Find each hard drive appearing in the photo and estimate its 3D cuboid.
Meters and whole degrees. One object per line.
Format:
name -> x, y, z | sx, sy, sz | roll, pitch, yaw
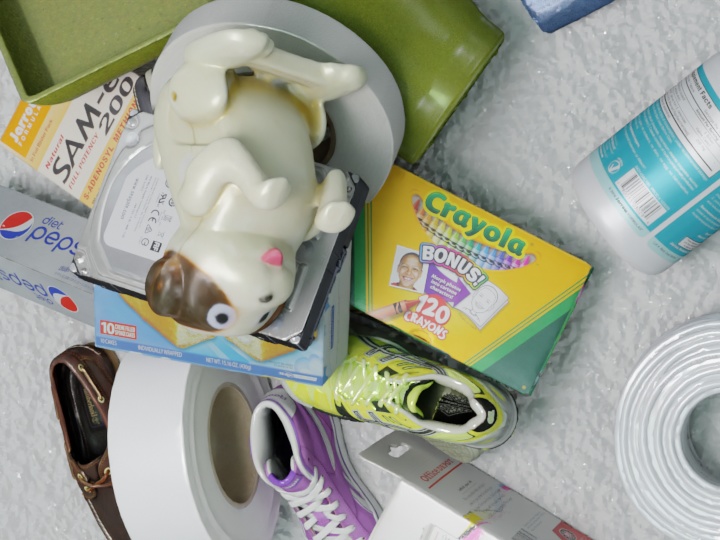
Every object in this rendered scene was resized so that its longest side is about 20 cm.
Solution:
hard drive -> -0.108, -0.032, 1.532 | 0.199, 0.038, 0.140 | 18, 81, 18

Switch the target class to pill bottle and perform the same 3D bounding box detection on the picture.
pill bottle -> 0.271, -0.094, 1.563 | 0.200, 0.111, 0.111 | -38, 84, 20

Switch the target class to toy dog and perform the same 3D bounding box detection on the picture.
toy dog -> -0.096, -0.053, 1.443 | 0.193, 0.139, 0.201 | -8, 73, 35

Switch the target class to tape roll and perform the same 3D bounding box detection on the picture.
tape roll -> -0.135, 0.151, 1.692 | 0.071, 0.202, 0.203 | -9, 94, 19
tape roll -> -0.064, -0.123, 1.562 | 0.202, 0.037, 0.203 | 13, 138, 12

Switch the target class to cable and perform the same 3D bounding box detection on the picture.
cable -> 0.300, 0.133, 1.605 | 0.199, 0.069, 0.201 | 22, 104, 15

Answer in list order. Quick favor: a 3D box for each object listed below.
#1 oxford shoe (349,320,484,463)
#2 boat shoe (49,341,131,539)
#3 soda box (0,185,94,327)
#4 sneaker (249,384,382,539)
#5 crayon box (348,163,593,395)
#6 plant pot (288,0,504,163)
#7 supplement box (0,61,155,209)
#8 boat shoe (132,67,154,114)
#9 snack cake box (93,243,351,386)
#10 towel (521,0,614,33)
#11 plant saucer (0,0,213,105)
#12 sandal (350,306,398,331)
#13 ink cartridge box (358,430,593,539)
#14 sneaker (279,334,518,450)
oxford shoe -> 0.035, 0.085, 1.702 | 0.200, 0.075, 0.058 | 35, 68, 20
boat shoe -> -0.232, 0.165, 1.797 | 0.070, 0.070, 0.201 | -19, 92, 20
soda box -> -0.261, -0.009, 1.743 | 0.200, 0.064, 0.068 | 19, 60, 34
sneaker -> -0.042, 0.196, 1.711 | 0.072, 0.114, 0.201 | -25, 90, 19
crayon box -> 0.074, 0.005, 1.638 | 0.199, 0.058, 0.119 | 27, 88, 2
plant pot -> 0.005, -0.191, 1.613 | 0.193, 0.200, 0.201 | 36, 107, 1
supplement box -> -0.196, -0.111, 1.744 | 0.200, 0.074, 0.126 | 33, 106, 12
boat shoe -> -0.159, -0.065, 1.660 | 0.062, 0.073, 0.201 | -15, 102, 12
snack cake box -> -0.110, 0.012, 1.602 | 0.199, 0.067, 0.115 | 9, 115, 17
towel -> 0.205, -0.279, 1.594 | 0.200, 0.049, 0.112 | -29, 87, 20
plant saucer -> -0.210, -0.229, 1.684 | 0.199, 0.048, 0.200 | -27, 51, -3
sandal -> 0.000, 0.000, 1.700 | 0.199, 0.055, 0.082 | 22, 104, 15
ink cartridge box -> 0.086, 0.215, 1.667 | 0.200, 0.116, 0.068 | 31, 106, 14
sneaker -> 0.028, 0.091, 1.623 | 0.199, 0.076, 0.076 | 10, 83, 15
